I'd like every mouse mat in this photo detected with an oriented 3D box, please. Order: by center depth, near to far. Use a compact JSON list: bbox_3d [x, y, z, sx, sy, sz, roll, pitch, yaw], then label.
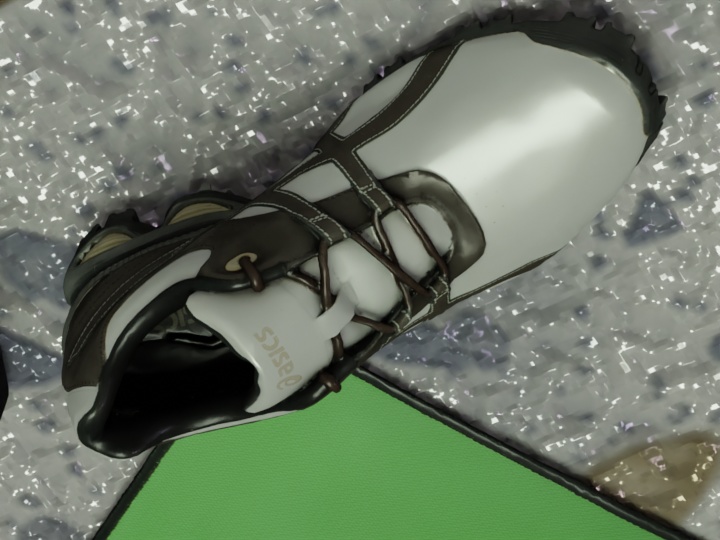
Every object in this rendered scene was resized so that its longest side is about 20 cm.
[{"bbox_3d":[0.013,0.112,0.996,0.200,0.008,0.161,29,123,-11],"label":"mouse mat"}]

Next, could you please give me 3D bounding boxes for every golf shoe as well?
[{"bbox_3d":[0.000,0.000,0.866,0.200,0.095,0.078,-29,114,21],"label":"golf shoe"}]

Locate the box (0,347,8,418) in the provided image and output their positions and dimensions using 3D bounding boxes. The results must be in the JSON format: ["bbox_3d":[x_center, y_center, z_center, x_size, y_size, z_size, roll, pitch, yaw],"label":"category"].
[{"bbox_3d":[-0.217,-0.011,0.925,0.199,0.036,0.143,0,124,6],"label":"box"}]
